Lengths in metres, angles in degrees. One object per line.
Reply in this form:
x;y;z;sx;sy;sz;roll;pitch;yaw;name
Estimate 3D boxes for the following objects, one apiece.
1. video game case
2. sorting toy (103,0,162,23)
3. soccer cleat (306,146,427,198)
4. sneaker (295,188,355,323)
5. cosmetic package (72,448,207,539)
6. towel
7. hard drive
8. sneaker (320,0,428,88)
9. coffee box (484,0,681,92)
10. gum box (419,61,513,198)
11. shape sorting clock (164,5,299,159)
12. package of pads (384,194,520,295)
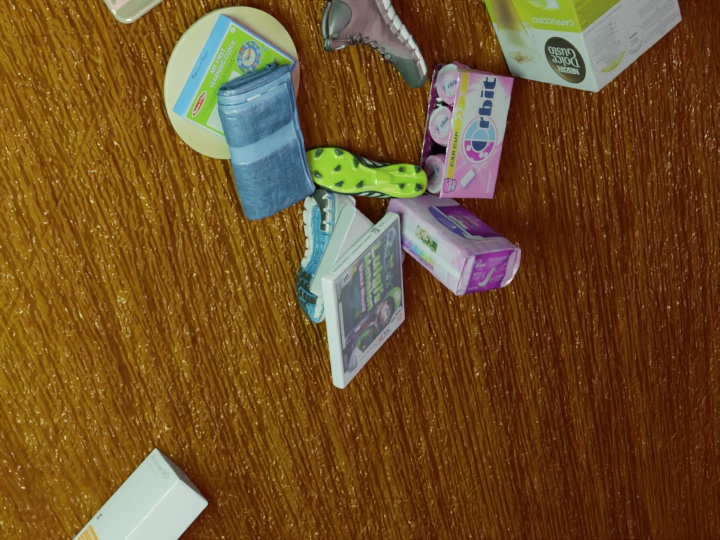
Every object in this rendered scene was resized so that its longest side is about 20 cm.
0.009;0.044;1.354;0.182;0.023;0.203;-45;141;-41;video game case
-0.269;-0.429;1.086;0.185;0.036;0.202;-41;120;-15;sorting toy
0.002;-0.135;1.352;0.196;0.081;0.069;8;79;-16;soccer cleat
-0.041;-0.020;1.363;0.085;0.074;0.204;-5;111;-40;sneaker
-0.320;0.365;1.291;0.200;0.101;0.071;-48;125;-11;cosmetic package
-0.126;-0.169;1.234;0.111;0.048;0.203;-30;133;-25;towel
0.000;0.000;1.365;0.200;0.026;0.134;37;73;-61;hard drive
0.007;-0.322;1.292;0.115;0.076;0.202;-38;114;-10;sneaker
0.329;-0.418;1.387;0.199;0.199;0.200;-40;124;-16;coffee box
0.163;-0.218;1.429;0.112;0.066;0.204;-2;108;-35;gum box
-0.168;-0.247;1.212;0.198;0.039;0.203;-23;129;-30;shape sorting clock
0.136;-0.045;1.387;0.119;0.200;0.077;-9;125;-34;package of pads
